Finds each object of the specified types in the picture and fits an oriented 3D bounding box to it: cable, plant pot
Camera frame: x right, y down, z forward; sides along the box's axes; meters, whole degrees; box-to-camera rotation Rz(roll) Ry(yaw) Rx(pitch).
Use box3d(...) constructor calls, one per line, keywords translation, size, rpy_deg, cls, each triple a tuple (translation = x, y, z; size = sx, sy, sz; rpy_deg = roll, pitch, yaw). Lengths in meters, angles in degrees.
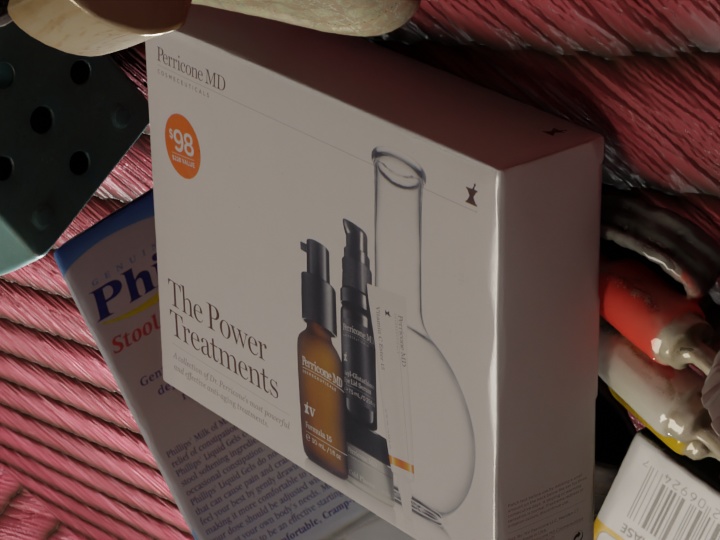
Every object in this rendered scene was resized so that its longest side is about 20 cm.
box3d(translation=(0.060, -0.005, 0.829), size=(0.200, 0.050, 0.097), rpy_deg=(32, 158, 33), cls="cable")
box3d(translation=(-0.199, -0.080, 1.116), size=(0.199, 0.142, 0.141), rpy_deg=(12, 149, 48), cls="plant pot")

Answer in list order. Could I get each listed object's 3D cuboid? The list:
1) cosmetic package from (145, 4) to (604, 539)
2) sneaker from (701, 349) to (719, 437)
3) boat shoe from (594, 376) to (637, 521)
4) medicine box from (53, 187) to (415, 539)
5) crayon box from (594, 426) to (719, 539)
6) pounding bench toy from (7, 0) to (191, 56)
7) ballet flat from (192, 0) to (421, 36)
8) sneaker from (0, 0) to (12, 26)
box3d(translation=(0.000, 0.000, 0.849), size=(0.200, 0.051, 0.152), rpy_deg=(26, 124, 46), cls="cosmetic package")
box3d(translation=(0.177, 0.055, 0.671), size=(0.080, 0.077, 0.200), rpy_deg=(39, 171, -35), cls="sneaker")
box3d(translation=(0.038, 0.017, 0.941), size=(0.200, 0.074, 0.073), rpy_deg=(45, 140, 2), cls="boat shoe")
box3d(translation=(-0.030, 0.080, 1.079), size=(0.200, 0.103, 0.182), rpy_deg=(58, 177, 34), cls="medicine box")
box3d(translation=(0.128, 0.165, 0.917), size=(0.125, 0.051, 0.201), rpy_deg=(35, 122, 22), cls="crayon box")
box3d(translation=(-0.067, -0.161, 0.480), size=(0.200, 0.156, 0.124), rpy_deg=(47, 163, -24), cls="pounding bench toy")
box3d(translation=(-0.053, -0.107, 0.794), size=(0.062, 0.068, 0.200), rpy_deg=(39, 170, -38), cls="ballet flat")
box3d(translation=(-0.172, -0.157, 0.932), size=(0.077, 0.079, 0.200), rpy_deg=(21, 158, 31), cls="sneaker")
